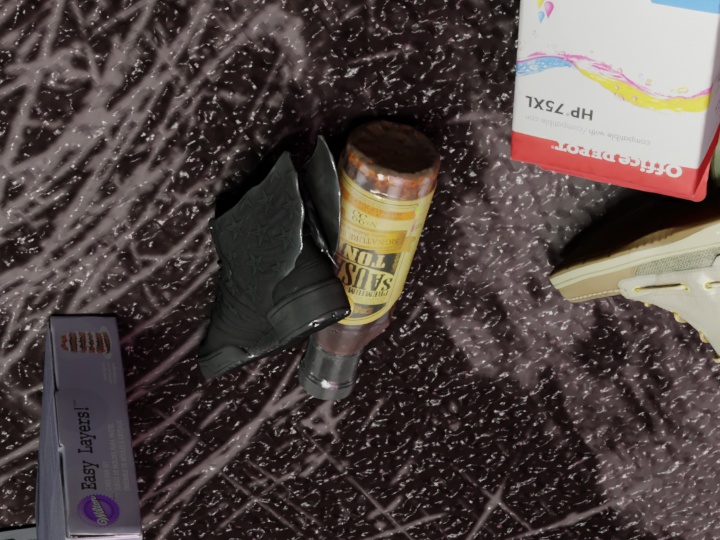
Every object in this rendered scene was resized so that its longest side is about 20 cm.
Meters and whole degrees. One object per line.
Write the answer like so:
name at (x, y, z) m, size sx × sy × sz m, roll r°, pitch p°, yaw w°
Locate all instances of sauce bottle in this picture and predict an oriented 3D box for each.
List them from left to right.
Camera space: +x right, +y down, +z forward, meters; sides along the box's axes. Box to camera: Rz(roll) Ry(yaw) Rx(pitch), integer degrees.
sauce bottle at (0.000, 0.000, 1.122) m, size 0.065 × 0.066 × 0.201 m, roll 0°, pitch 130°, yaw -18°

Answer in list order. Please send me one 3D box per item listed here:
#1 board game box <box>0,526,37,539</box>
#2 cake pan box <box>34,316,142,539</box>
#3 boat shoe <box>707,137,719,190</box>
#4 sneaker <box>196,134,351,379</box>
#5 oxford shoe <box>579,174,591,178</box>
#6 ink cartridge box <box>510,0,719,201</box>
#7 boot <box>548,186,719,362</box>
board game box at (-0.324, 0.250, 1.268) m, size 0.198 × 0.035 × 0.127 m, roll -6°, pitch 134°, yaw -13°
cake pan box at (-0.178, 0.161, 1.119) m, size 0.052 × 0.201 × 0.185 m, roll -1°, pitch 130°, yaw -13°
boat shoe at (0.267, -0.036, 1.173) m, size 0.063 × 0.073 × 0.202 m, roll -16°, pitch 127°, yaw 4°
sneaker at (-0.062, -0.003, 1.100) m, size 0.060 × 0.105 × 0.199 m, roll -21°, pitch 176°, yaw -33°
oxford shoe at (0.197, -0.121, 1.069) m, size 0.071 × 0.073 × 0.200 m, roll 25°, pitch 121°, yaw -35°
ink cartridge box at (0.152, -0.119, 1.013) m, size 0.115 × 0.067 × 0.202 m, roll 13°, pitch 128°, yaw 17°
boot at (0.227, 0.031, 1.134) m, size 0.199 × 0.072 × 0.155 m, roll -18°, pitch 109°, yaw 47°
